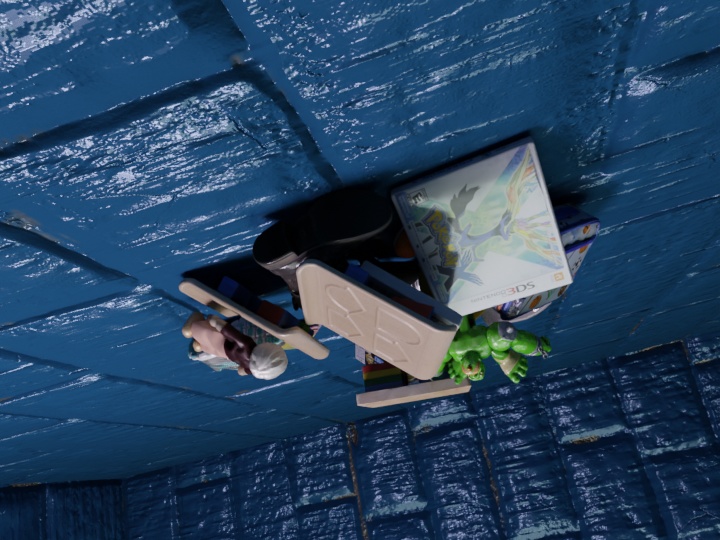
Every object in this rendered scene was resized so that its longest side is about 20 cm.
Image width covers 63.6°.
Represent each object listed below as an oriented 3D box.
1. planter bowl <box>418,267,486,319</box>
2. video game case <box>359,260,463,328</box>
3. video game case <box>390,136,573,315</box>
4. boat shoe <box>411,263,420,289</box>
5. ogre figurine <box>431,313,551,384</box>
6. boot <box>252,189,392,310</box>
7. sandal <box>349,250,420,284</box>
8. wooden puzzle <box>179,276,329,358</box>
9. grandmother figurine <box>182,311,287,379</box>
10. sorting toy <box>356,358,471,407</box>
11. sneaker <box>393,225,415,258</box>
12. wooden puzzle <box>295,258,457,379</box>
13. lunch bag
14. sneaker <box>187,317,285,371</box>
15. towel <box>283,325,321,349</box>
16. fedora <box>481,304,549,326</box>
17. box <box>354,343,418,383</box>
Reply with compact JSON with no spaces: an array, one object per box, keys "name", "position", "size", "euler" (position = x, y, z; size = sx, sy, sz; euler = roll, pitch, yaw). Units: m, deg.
[{"name":"planter bowl","position":[0.148,0.004,0.892],"size":[0.198,0.084,0.203],"euler":[-32,148,-22]},{"name":"video game case","position":[0.051,0.072,0.793],"size":[0.141,0.018,0.201],"euler":[29,153,8]},{"name":"video game case","position":[0.155,-0.042,0.731],"size":[0.178,0.022,0.203],"euler":[-18,117,18]},{"name":"boat shoe","position":[0.071,0.046,1.023],"size":[0.062,0.073,0.201],"euler":[-9,161,-11]},{"name":"ogre figurine","position":[0.173,0.119,0.872],"size":[0.196,0.100,0.120],"euler":[4,158,34]},{"name":"boot","position":[-0.031,-0.015,0.761],"size":[0.195,0.071,0.174],"euler":[-17,149,14]},{"name":"sandal","position":[0.000,0.001,0.890],"size":[0.196,0.049,0.076],"euler":[0,148,-32]},{"name":"wooden puzzle","position":[-0.150,0.066,0.880],"size":[0.196,0.047,0.185],"euler":[22,168,18]},{"name":"grandmother figurine","position":[-0.186,0.112,0.866],"size":[0.197,0.061,0.122],"euler":[14,150,37]},{"name":"sorting toy","position":[0.098,0.198,1.063],"size":[0.193,0.072,0.200],"euler":[-11,164,6]},{"name":"sneaker","position":[0.125,-0.054,0.786],"size":[0.197,0.079,0.072],"euler":[-26,157,36]},{"name":"wooden puzzle","position":[0.020,0.058,0.733],"size":[0.196,0.047,0.186],"euler":[23,156,10]},{"name":"lunch bag","position":[0.263,-0.018,0.852],"size":[0.197,0.075,0.163],"euler":[-18,139,-39]},{"name":"sneaker","position":[-0.213,0.139,1.065],"size":[0.195,0.079,0.092],"euler":[-11,140,19]},{"name":"towel","position":[-0.182,0.139,1.188],"size":[0.195,0.023,0.144],"euler":[-4,158,-21]},{"name":"fedora","position":[0.289,0.051,1.114],"size":[0.197,0.093,0.176],"euler":[-24,163,26]},{"name":"box","position":[0.114,0.187,1.286],"size":[0.195,0.051,0.197],"euler":[-7,-165,-27]}]
